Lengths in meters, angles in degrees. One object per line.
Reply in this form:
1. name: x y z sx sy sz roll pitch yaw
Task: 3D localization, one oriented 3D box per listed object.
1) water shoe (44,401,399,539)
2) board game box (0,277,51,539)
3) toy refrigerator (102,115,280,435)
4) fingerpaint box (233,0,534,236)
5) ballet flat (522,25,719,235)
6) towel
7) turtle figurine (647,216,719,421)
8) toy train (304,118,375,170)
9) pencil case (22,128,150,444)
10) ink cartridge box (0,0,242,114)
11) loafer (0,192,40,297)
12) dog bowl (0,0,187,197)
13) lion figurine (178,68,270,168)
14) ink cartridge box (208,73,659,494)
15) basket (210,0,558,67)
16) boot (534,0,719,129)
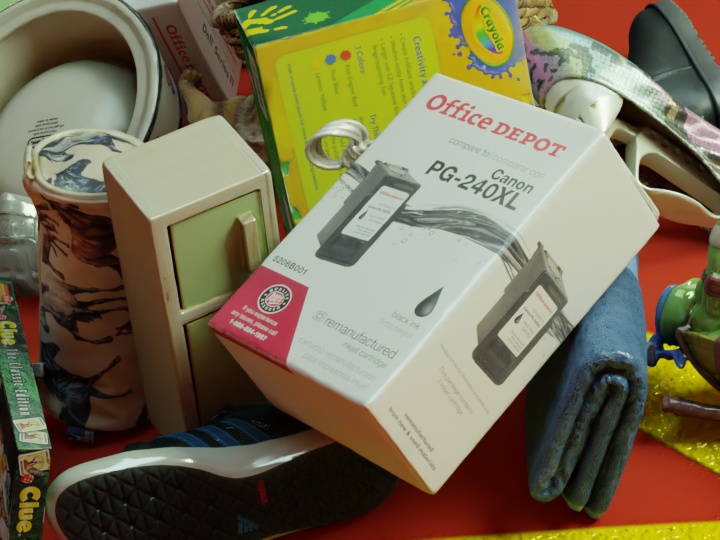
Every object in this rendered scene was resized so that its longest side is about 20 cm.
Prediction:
1. water shoe: -0.078 0.116 1.368 0.200 0.072 0.079 -7 22 -10
2. board game box: -0.204 0.095 1.407 0.023 0.105 0.200 0 28 -15
3. toy refrigerator: -0.086 0.019 1.389 0.076 0.200 0.070 -23 43 -19
4. fingerpaint box: 0.025 -0.085 1.533 0.167 0.200 0.073 -16 29 -6
5. ballet flat: 0.174 -0.080 1.529 0.200 0.069 0.071 33 52 -1
6. towel: 0.128 0.041 1.370 0.048 0.112 0.200 16 29 -5
7. turtle figurine: 0.261 0.011 1.340 0.200 0.144 0.194 -30 36 -22
8. toy train: 0.000 0.000 1.458 0.150 0.200 0.056 2 48 -22
9. pencil case: -0.157 0.007 1.442 0.089 0.200 0.078 -10 42 -15
10. ink cartridge box: -0.162 -0.168 1.799 0.200 0.117 0.067 -10 47 18
11. loafer: -0.165 -0.020 1.561 0.070 0.070 0.200 -1 1 27
12. dog bowl: -0.206 -0.090 1.680 0.200 0.074 0.200 -13 60 23
13. lion figurine: -0.135 -0.077 1.729 0.200 0.073 0.123 -30 41 -2
14. ink cartridge box: 0.041 0.001 1.315 0.200 0.083 0.145 -49 41 -15
15. basket: 0.023 -0.181 1.686 0.200 0.149 0.143 -34 -1 -45
16. boot: 0.142 -0.113 1.686 0.200 0.066 0.165 -19 28 -3
